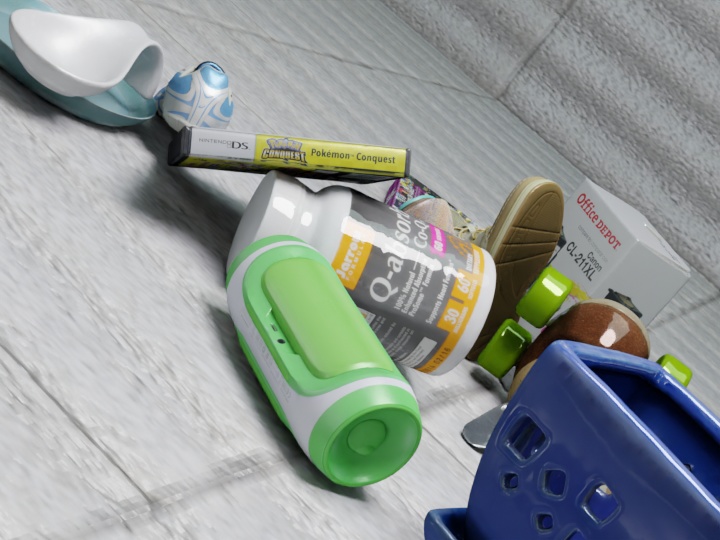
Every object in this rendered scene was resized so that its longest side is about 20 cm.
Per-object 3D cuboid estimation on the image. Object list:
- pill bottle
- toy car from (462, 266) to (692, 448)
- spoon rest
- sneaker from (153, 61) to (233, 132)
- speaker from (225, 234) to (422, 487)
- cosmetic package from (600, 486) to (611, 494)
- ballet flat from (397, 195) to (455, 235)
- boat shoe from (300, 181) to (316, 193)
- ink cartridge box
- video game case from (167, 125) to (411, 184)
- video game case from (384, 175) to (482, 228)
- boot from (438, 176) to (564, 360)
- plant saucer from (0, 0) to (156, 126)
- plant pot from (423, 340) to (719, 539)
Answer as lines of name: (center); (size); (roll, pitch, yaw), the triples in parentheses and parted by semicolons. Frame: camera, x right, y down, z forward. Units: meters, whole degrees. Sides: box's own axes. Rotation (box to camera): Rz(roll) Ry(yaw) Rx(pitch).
pill bottle: (0.000, 0.000, 1.139); (0.200, 0.117, 0.116); (23, 19, -15)
toy car: (0.172, 0.126, 1.243); (0.164, 0.158, 0.200); (36, 44, 5)
spoon rest: (-0.223, -0.184, 1.182); (0.099, 0.061, 0.200); (42, 15, 12)
sneaker: (-0.152, -0.160, 1.313); (0.072, 0.073, 0.200); (33, 0, -15)
speaker: (-0.030, 0.059, 0.986); (0.088, 0.088, 0.200); (26, 20, -39)
cosmetic package: (0.243, 0.225, 1.100); (0.200, 0.071, 0.105); (41, 40, 12)
ballet flat: (0.064, -0.006, 1.302); (0.067, 0.068, 0.200); (59, -8, 17)
boat shoe: (-0.006, 0.003, 1.234); (0.200, 0.062, 0.075); (42, -3, -20)
ink cartridge box: (0.217, 0.027, 1.418); (0.083, 0.200, 0.146); (31, 17, -26)
video game case: (-0.066, -0.095, 1.174); (0.180, 0.026, 0.200); (5, 1, -11)
video game case: (0.106, -0.034, 1.647); (0.181, 0.036, 0.200); (37, 15, -6)
boot: (0.114, -0.033, 1.380); (0.072, 0.200, 0.155); (-1, 35, -32)
plant saucer: (-0.272, -0.189, 1.247); (0.200, 0.027, 0.200); (36, 15, -12)
plant pot: (0.173, 0.180, 0.924); (0.200, 0.180, 0.200); (48, 18, 29)
